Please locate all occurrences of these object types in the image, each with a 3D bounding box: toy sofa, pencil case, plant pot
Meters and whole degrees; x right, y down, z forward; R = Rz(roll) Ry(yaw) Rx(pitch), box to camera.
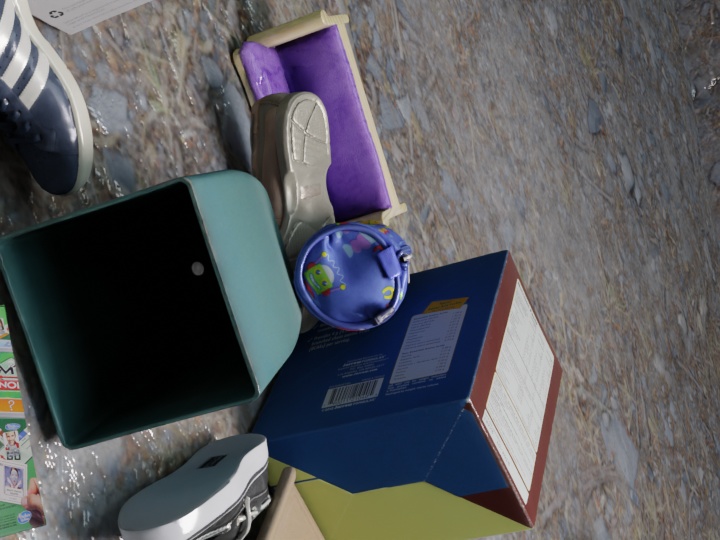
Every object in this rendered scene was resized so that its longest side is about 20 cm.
[{"bbox_3d":[-0.035,-0.126,1.245,0.097,0.082,0.202,-27,101,-65],"label":"toy sofa"},{"bbox_3d":[0.000,0.000,1.062,0.200,0.086,0.079,-36,111,-86],"label":"pencil case"},{"bbox_3d":[-0.120,0.009,0.937,0.200,0.140,0.143,-38,111,-71],"label":"plant pot"}]

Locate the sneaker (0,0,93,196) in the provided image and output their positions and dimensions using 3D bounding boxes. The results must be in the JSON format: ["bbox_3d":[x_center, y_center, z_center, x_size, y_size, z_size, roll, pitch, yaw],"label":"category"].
[{"bbox_3d":[-0.237,-0.127,0.857,0.084,0.074,0.201,-42,119,-43],"label":"sneaker"}]

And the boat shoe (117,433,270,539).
[{"bbox_3d":[-0.107,0.170,0.950,0.199,0.073,0.069,-41,121,-79],"label":"boat shoe"}]

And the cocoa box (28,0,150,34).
[{"bbox_3d":[-0.164,-0.267,0.917,0.133,0.198,0.133,23,55,-59],"label":"cocoa box"}]

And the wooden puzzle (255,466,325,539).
[{"bbox_3d":[-0.053,0.281,1.043,0.186,0.037,0.201,-68,144,-52],"label":"wooden puzzle"}]

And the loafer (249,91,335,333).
[{"bbox_3d":[-0.063,-0.050,1.166,0.072,0.063,0.202,-5,99,-47],"label":"loafer"}]

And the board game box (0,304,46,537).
[{"bbox_3d":[-0.254,0.089,0.739,0.200,0.029,0.136,0,75,-64],"label":"board game box"}]

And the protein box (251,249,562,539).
[{"bbox_3d":[0.044,0.111,1.141,0.136,0.197,0.201,62,28,-26],"label":"protein box"}]
